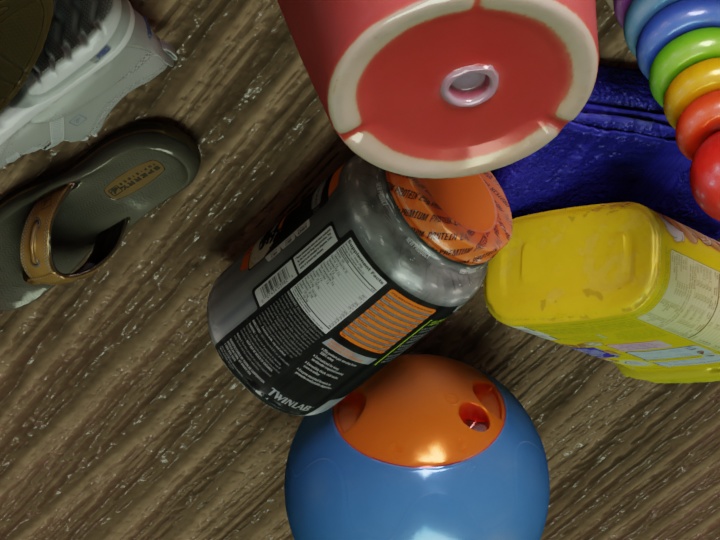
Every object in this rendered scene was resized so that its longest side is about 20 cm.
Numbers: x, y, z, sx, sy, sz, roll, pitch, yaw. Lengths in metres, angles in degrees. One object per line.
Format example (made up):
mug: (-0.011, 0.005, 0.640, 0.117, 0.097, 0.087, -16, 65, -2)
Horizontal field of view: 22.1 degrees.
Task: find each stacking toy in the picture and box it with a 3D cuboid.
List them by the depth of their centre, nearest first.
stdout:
stacking toy: (0.201, -0.113, 1.065, 0.085, 0.200, 0.085, -7, 143, -5)

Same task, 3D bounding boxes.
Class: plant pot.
plant pot: (0.041, -0.160, 0.986, 0.200, 0.178, 0.201, -7, 143, -5)

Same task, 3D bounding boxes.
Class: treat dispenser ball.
treat dispenser ball: (0.043, 0.163, 1.386, 0.200, 0.201, 0.201, -7, 143, -5)

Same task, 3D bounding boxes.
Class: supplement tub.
supplement tub: (0.000, 0.000, 1.230, 0.122, 0.123, 0.200, 23, 132, -36)

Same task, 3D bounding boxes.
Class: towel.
towel: (0.183, -0.071, 1.242, 0.200, 0.050, 0.148, 7, 139, -21)

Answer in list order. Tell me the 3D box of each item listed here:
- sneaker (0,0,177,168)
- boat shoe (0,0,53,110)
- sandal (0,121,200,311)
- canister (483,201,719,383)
sneaker: (-0.195, -0.090, 1.104, 0.200, 0.075, 0.082, -30, 141, 26)
boat shoe: (-0.256, -0.102, 1.051, 0.200, 0.066, 0.074, -47, 142, 12)
sandal: (-0.184, -0.025, 1.208, 0.200, 0.055, 0.082, -29, 139, 23)
canister: (0.197, 0.017, 1.277, 0.148, 0.087, 0.200, -7, 163, 38)
